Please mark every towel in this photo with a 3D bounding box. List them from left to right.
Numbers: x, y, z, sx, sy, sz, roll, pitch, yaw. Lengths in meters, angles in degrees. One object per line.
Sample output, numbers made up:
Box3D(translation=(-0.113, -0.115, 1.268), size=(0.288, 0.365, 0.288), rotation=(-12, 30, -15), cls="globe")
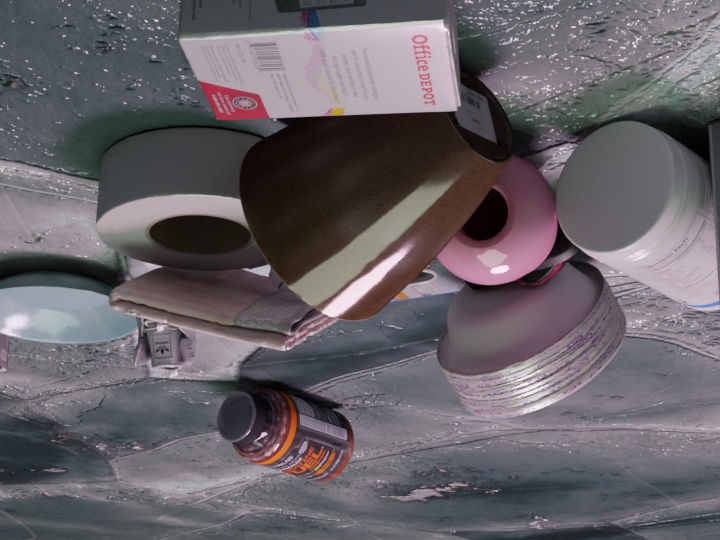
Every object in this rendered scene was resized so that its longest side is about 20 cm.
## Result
Box3D(translation=(-0.128, 0.028, 1.717), size=(0.190, 0.032, 0.200), rotation=(13, -168, 14), cls="towel")

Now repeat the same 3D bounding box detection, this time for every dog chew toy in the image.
Box3D(translation=(0.133, -0.045, 1.634), size=(0.124, 0.125, 0.200), rotation=(-5, 174, 15), cls="dog chew toy")

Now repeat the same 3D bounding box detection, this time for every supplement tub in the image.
Box3D(translation=(-0.107, 0.224, 2.372), size=(0.107, 0.107, 0.200), rotation=(-15, 154, 36), cls="supplement tub")
Box3D(translation=(0.288, -0.048, 1.599), size=(0.132, 0.132, 0.200), rotation=(-16, 153, 38), cls="supplement tub")

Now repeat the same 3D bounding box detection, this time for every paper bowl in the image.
Box3D(translation=(0.173, 0.057, 1.825), size=(0.200, 0.201, 0.105), rotation=(-14, 116, 35), cls="paper bowl")

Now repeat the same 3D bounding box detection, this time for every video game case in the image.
Box3D(translation=(0.020, 0.005, 1.909), size=(0.199, 0.018, 0.143), rotation=(-10, 158, 25), cls="video game case")

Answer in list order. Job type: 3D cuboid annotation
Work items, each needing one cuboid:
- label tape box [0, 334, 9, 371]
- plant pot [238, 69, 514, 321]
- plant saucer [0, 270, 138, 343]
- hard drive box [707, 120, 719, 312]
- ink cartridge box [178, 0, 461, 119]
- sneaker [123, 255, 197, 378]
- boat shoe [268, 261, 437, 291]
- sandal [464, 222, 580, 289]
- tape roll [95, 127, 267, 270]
Box3D(translation=(-0.524, 0.068, 2.031), size=(0.144, 0.063, 0.200), rotation=(-5, 159, 14), cls="label tape box")
Box3D(translation=(0.029, -0.085, 1.483), size=(0.187, 0.187, 0.200), rotation=(20, 138, -41), cls="plant pot")
Box3D(translation=(-0.351, 0.036, 1.975), size=(0.200, 0.039, 0.201), rotation=(0, 160, 0), cls="plant saucer")
Box3D(translation=(0.390, -0.027, 1.551), size=(0.077, 0.201, 0.156), rotation=(-15, 154, 37), cls="hard drive box")
Box3D(translation=(-0.027, -0.183, 1.311), size=(0.199, 0.086, 0.148), rotation=(-3, 159, 6), cls="ink cartridge box")
Box3D(translation=(-0.215, 0.042, 1.875), size=(0.075, 0.115, 0.200), rotation=(-1, 159, 4), cls="sneaker")
Box3D(translation=(0.000, 0.000, 1.734), size=(0.200, 0.065, 0.074), rotation=(-14, 160, -36), cls="boat shoe")
Box3D(translation=(0.179, -0.014, 1.769), size=(0.045, 0.075, 0.200), rotation=(40, 154, -15), cls="sandal")
Box3D(translation=(-0.153, -0.065, 1.655), size=(0.202, 0.071, 0.203), rotation=(0, 159, 0), cls="tape roll")
